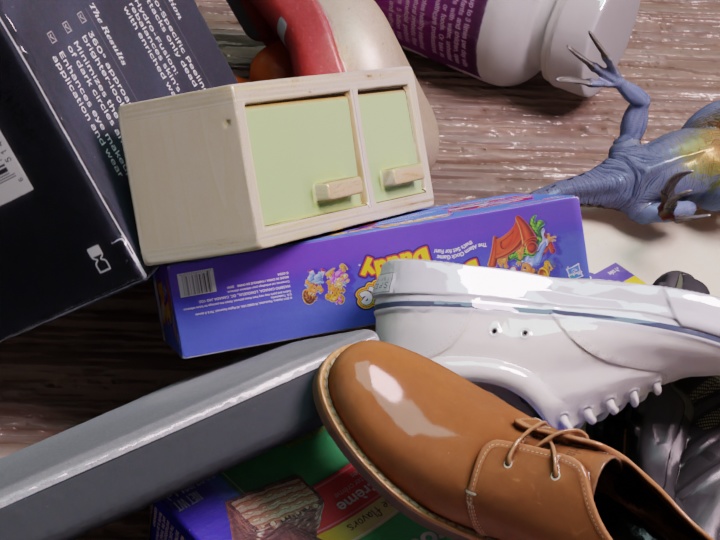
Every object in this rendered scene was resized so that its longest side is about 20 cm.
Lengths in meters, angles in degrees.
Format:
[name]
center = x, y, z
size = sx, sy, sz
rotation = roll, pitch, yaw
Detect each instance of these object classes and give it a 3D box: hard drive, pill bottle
[hard drive]
center = -0.100, 0.081, 0.963
size = 0.199, 0.033, 0.139
rotation = -23, 5, -28
[pill bottle]
center = 0.067, -0.180, 1.356
size = 0.199, 0.113, 0.112
rotation = 25, 41, 20

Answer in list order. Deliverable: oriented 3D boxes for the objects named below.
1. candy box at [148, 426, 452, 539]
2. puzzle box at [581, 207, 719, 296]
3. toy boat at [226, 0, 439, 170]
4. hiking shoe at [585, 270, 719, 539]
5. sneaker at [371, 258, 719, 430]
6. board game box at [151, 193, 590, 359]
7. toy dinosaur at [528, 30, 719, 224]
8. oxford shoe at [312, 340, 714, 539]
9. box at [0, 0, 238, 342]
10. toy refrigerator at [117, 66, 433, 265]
[candy box]
center = 0.028, 0.148, 0.962
size = 0.168, 0.077, 0.200
rotation = -24, 48, -33
[puzzle box]
center = 0.161, 0.006, 1.207
size = 0.199, 0.026, 0.133
rotation = -27, 50, -36
[toy boat]
center = -0.045, -0.107, 1.259
size = 0.130, 0.131, 0.200
rotation = -34, 47, -2
[hiking shoe]
center = 0.167, 0.094, 1.060
size = 0.100, 0.076, 0.201
rotation = 18, 54, -14
[sneaker]
center = 0.102, 0.041, 1.006
size = 0.199, 0.071, 0.073
rotation = 6, -5, -1
[board game box]
center = 0.000, 0.000, 1.090
size = 0.199, 0.045, 0.134
rotation = -10, 4, -8
[toy dinosaur]
center = 0.175, -0.041, 1.210
size = 0.181, 0.200, 0.105
rotation = -24, 52, 14
[oxford shoe]
center = 0.071, 0.082, 0.902
size = 0.199, 0.071, 0.071
rotation = 33, 52, 9
[box]
center = -0.162, -0.094, 1.088
size = 0.117, 0.197, 0.200
rotation = -23, 13, 24
[toy refrigerator]
center = -0.033, -0.055, 1.068
size = 0.070, 0.076, 0.200
rotation = -8, 3, 25
